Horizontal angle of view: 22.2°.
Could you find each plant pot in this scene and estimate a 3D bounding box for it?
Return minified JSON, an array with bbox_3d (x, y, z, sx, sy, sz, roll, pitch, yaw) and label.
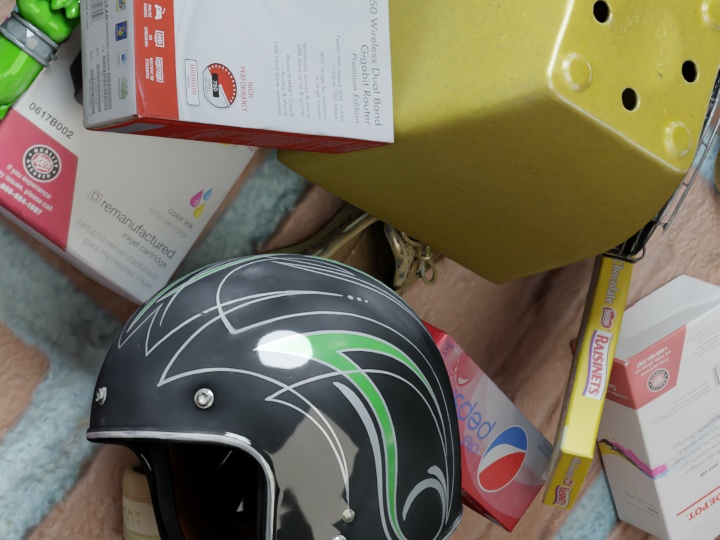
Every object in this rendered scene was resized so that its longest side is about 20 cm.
[{"bbox_3d":[0.104,-0.120,1.096,0.194,0.200,0.196,28,73,-30],"label":"plant pot"}]

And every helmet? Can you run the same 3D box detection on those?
[{"bbox_3d":[-0.047,0.083,1.030,0.200,0.200,0.191,-28,99,-24],"label":"helmet"}]

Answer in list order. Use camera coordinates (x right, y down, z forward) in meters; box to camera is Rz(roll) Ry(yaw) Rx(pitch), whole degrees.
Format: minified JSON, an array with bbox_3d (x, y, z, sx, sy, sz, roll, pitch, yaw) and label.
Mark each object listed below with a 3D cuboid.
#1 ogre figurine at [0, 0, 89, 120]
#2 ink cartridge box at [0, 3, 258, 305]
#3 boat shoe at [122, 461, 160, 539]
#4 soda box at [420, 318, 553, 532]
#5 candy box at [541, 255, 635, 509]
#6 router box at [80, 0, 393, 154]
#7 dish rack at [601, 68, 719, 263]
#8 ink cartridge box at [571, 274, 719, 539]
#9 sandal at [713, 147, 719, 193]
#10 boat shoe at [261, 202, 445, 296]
[{"bbox_3d":[-0.253,-0.126,0.943,0.200,0.098,0.120,18,92,-30],"label":"ogre figurine"},{"bbox_3d":[-0.132,-0.103,1.050,0.148,0.086,0.200,38,83,-34],"label":"ink cartridge box"},{"bbox_3d":[-0.056,0.134,1.176,0.200,0.071,0.065,-11,110,-30],"label":"boat shoe"},{"bbox_3d":[0.059,0.099,1.218,0.070,0.063,0.200,-54,141,-8],"label":"soda box"},{"bbox_3d":[0.158,0.052,1.243,0.026,0.102,0.200,15,64,3],"label":"candy box"},{"bbox_3d":[-0.065,-0.169,0.988,0.179,0.049,0.200,1,84,-43],"label":"router box"},{"bbox_3d":[0.172,-0.074,1.197,0.054,0.200,0.154,25,88,-24],"label":"dish rack"},{"bbox_3d":[0.241,0.120,1.374,0.116,0.067,0.200,-28,116,-24],"label":"ink cartridge box"},{"bbox_3d":[0.343,-0.118,1.380,0.200,0.080,0.054,-52,146,-16],"label":"sandal"},{"bbox_3d":[0.000,0.000,1.180,0.200,0.063,0.073,-31,118,-24],"label":"boat shoe"}]
